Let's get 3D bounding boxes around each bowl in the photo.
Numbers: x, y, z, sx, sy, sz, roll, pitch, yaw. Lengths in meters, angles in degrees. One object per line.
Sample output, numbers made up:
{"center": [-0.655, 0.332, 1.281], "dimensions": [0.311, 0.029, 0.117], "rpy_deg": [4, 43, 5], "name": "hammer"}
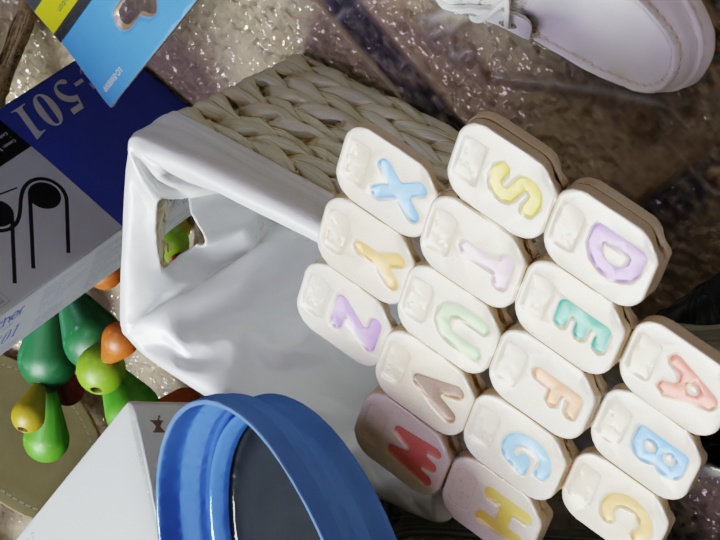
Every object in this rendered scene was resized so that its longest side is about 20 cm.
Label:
{"center": [-0.033, 0.151, 1.082], "dimensions": [0.201, 0.039, 0.201], "rpy_deg": [38, 135, 50], "name": "bowl"}

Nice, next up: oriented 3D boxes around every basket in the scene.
{"center": [0.000, 0.000, 1.116], "dimensions": [0.199, 0.123, 0.136], "rpy_deg": [28, 134, 24], "name": "basket"}

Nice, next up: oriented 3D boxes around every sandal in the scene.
{"center": [-0.216, 0.095, 1.440], "dimensions": [0.211, 0.078, 0.070], "rpy_deg": [32, 168, 30], "name": "sandal"}

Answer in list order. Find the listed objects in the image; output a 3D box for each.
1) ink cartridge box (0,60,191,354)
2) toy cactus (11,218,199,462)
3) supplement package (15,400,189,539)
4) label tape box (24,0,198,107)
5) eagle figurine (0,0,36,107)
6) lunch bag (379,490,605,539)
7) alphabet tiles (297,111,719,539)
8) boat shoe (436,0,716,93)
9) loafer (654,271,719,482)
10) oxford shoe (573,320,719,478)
{"center": [-0.162, -0.033, 1.179], "dimensions": [0.094, 0.200, 0.044], "rpy_deg": [40, 138, 12], "name": "ink cartridge box"}
{"center": [-0.148, 0.016, 1.304], "dimensions": [0.165, 0.102, 0.200], "rpy_deg": [57, 145, 23], "name": "toy cactus"}
{"center": [-0.104, 0.168, 1.298], "dimensions": [0.200, 0.116, 0.118], "rpy_deg": [-49, 47, 47], "name": "supplement package"}
{"center": [-0.136, -0.201, 1.138], "dimensions": [0.200, 0.063, 0.144], "rpy_deg": [50, 139, 2], "name": "label tape box"}
{"center": [-0.267, -0.074, 1.296], "dimensions": [0.199, 0.152, 0.151], "rpy_deg": [5, 135, 36], "name": "eagle figurine"}
{"center": [0.055, 0.180, 1.176], "dimensions": [0.139, 0.168, 0.201], "rpy_deg": [5, 129, -4], "name": "lunch bag"}
{"center": [0.058, 0.032, 0.984], "dimensions": [0.195, 0.015, 0.200], "rpy_deg": [35, 135, 17], "name": "alphabet tiles"}
{"center": [0.057, -0.133, 1.009], "dimensions": [0.200, 0.069, 0.071], "rpy_deg": [37, 135, 15], "name": "boat shoe"}
{"center": [0.196, 0.093, 1.051], "dimensions": [0.072, 0.073, 0.201], "rpy_deg": [-30, 87, 52], "name": "loafer"}
{"center": [0.125, 0.061, 1.012], "dimensions": [0.200, 0.058, 0.075], "rpy_deg": [-14, 102, 56], "name": "oxford shoe"}
